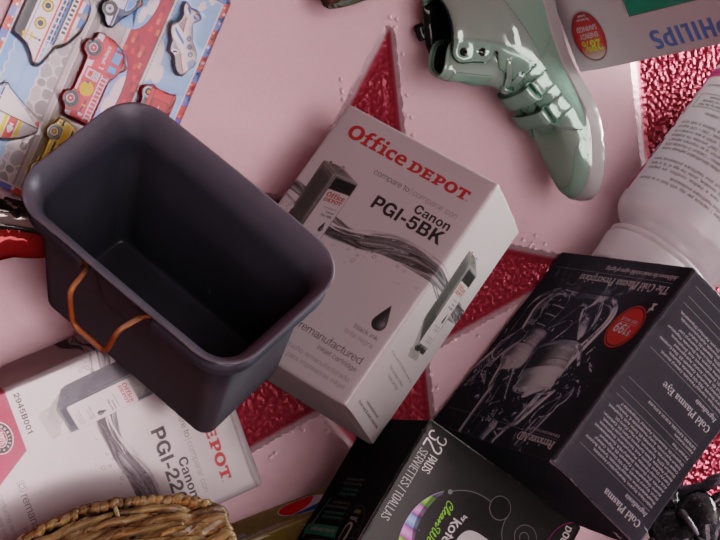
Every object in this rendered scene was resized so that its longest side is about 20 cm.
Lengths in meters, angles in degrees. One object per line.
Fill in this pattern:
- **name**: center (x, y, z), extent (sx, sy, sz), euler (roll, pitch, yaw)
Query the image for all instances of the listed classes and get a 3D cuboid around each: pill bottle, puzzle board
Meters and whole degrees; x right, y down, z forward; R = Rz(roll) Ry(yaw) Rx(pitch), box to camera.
- **pill bottle**: center (0.278, -0.060, 1.621), extent (0.113, 0.113, 0.201), euler (42, 77, -19)
- **puzzle board**: center (-0.196, -0.140, 1.469), extent (0.150, 0.017, 0.202), euler (25, 83, -22)

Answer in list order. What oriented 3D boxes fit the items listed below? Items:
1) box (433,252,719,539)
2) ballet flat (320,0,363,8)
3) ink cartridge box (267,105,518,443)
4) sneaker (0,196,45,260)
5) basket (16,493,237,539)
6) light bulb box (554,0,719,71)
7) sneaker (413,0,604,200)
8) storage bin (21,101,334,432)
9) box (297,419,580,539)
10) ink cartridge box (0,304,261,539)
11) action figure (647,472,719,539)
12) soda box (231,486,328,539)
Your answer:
- **box**: center (0.181, 0.092, 1.541), extent (0.104, 0.200, 0.183), euler (42, 77, -21)
- **ballet flat**: center (0.046, -0.267, 1.540), extent (0.074, 0.074, 0.201), euler (38, 82, -20)
- **ink cartridge box**: center (0.000, 0.000, 1.481), extent (0.201, 0.146, 0.083), euler (-55, 154, -12)
- **sneaker**: center (-0.295, -0.007, 1.412), extent (0.198, 0.077, 0.086), euler (-3, 100, -12)
- **basket**: center (-0.179, 0.248, 1.387), extent (0.198, 0.149, 0.144), euler (-16, 68, -21)
- **light bulb box**: center (0.272, -0.258, 1.548), extent (0.199, 0.198, 0.126), euler (-30, 103, -29)
- **sneaker**: center (0.111, -0.137, 1.566), extent (0.117, 0.074, 0.202), euler (-20, 91, -27)
- **storage bin**: center (-0.134, 0.015, 1.356), extent (0.199, 0.135, 0.145), euler (38, 57, 15)
- **box**: center (0.033, 0.229, 1.454), extent (0.148, 0.124, 0.201), euler (35, 75, -15)
- **ink cartridge box**: center (-0.190, 0.124, 1.450), extent (0.199, 0.085, 0.147), euler (-24, 102, -22)
- **action figure**: center (0.284, 0.245, 1.652), extent (0.118, 0.102, 0.201), euler (-30, 78, -10)
- **soda box**: center (-0.006, 0.200, 1.542), extent (0.198, 0.064, 0.068), euler (-19, 99, -21)
